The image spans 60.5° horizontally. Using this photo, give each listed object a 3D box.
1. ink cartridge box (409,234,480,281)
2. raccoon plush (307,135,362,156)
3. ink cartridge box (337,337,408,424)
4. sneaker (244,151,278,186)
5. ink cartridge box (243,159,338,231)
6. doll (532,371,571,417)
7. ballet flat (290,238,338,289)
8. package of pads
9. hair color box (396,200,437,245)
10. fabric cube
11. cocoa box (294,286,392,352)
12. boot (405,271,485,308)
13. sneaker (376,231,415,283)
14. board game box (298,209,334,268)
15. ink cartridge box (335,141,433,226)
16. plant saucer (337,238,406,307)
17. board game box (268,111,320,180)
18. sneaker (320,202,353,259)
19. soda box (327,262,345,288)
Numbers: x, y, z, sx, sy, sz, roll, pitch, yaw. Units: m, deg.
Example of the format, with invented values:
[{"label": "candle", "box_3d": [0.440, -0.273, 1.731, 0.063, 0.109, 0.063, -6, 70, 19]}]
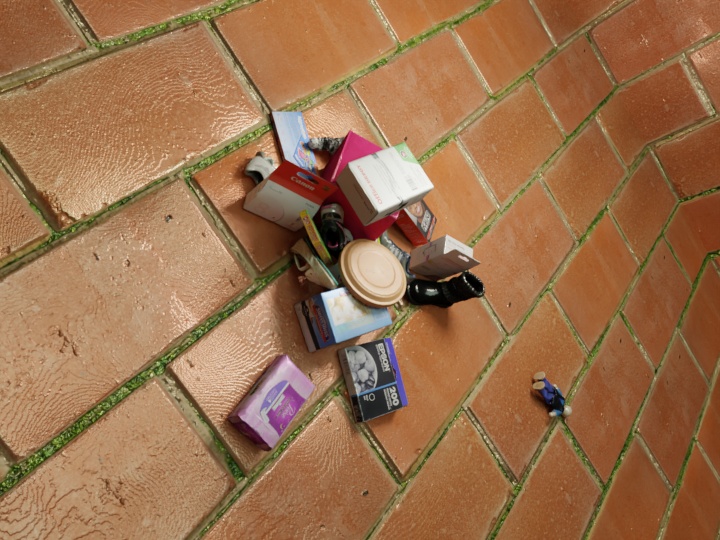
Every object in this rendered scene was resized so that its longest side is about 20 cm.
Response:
[{"label": "ink cartridge box", "box_3d": [0.254, -0.040, 1.842, 0.116, 0.200, 0.068, 25, 61, -30]}, {"label": "raccoon plush", "box_3d": [-0.057, -0.310, 1.782, 0.199, 0.097, 0.135, -7, 89, -20]}, {"label": "ink cartridge box", "box_3d": [0.047, 0.290, 1.672, 0.199, 0.043, 0.199, -9, 81, -41]}, {"label": "sneaker", "box_3d": [-0.221, -0.212, 1.613, 0.200, 0.074, 0.089, 41, 53, -9]}, {"label": "ink cartridge box", "box_3d": [-0.177, -0.181, 1.549, 0.162, 0.200, 0.057, 24, 61, -30]}, {"label": "doll", "box_3d": [0.654, 0.436, 2.097, 0.200, 0.048, 0.137, 45, 43, -26]}, {"label": "ballet flat", "box_3d": [-0.122, -0.006, 1.572, 0.062, 0.200, 0.068, -34, 137, -3]}, {"label": "package of pads", "box_3d": [-0.202, 0.308, 1.446, 0.121, 0.076, 0.200, 48, 52, -14]}, {"label": "hair color box", "box_3d": [0.152, -0.176, 1.864, 0.200, 0.061, 0.102, 47, 50, -38]}, {"label": "fabric cube", "box_3d": [-0.006, -0.213, 1.673, 0.198, 0.200, 0.197, 26, 58, -14]}, {"label": "cocoa box", "box_3d": [-0.043, 0.114, 1.601, 0.199, 0.131, 0.134, -14, 84, -40]}, {"label": "boot", "box_3d": [0.251, 0.053, 1.836, 0.210, 0.157, 0.080, 8, 70, -36]}, {"label": "sneaker", "box_3d": [0.101, -0.047, 1.791, 0.201, 0.081, 0.074, 69, 18, -3]}, {"label": "board game box", "box_3d": [-0.109, -0.075, 1.596, 0.030, 0.200, 0.096, -26, 69, 2]}, {"label": "ink cartridge box", "box_3d": [0.060, -0.216, 1.536, 0.199, 0.083, 0.147, -26, 81, -34]}, {"label": "plant saucer", "box_3d": [0.035, 0.002, 1.604, 0.199, 0.032, 0.201, 18, 50, -23]}, {"label": "board game box", "box_3d": [-0.183, -0.347, 1.720, 0.102, 0.019, 0.201, -11, 82, -39]}, {"label": "sneaker", "box_3d": [-0.071, -0.081, 1.626, 0.200, 0.080, 0.087, 68, 21, -51]}, {"label": "soda box", "box_3d": [0.000, 0.000, 1.679, 0.199, 0.068, 0.064, -14, 84, -47]}]
